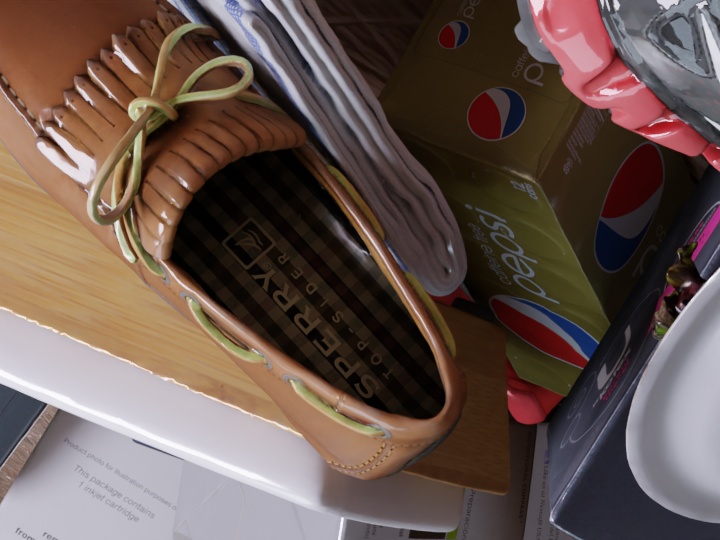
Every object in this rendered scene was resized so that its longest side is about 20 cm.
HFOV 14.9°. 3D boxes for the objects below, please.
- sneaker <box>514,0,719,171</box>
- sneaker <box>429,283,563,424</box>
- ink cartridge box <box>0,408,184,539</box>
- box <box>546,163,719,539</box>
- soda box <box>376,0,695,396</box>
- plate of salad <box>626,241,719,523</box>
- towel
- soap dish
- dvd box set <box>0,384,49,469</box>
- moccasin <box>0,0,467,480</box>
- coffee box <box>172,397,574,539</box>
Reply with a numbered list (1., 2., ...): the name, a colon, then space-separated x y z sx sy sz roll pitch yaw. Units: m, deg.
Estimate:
1. sneaker: 0.136 -0.046 0.732 0.200 0.071 0.098 32 156 -33
2. sneaker: 0.000 0.000 1.077 0.199 0.085 0.077 22 162 22
3. ink cartridge box: -0.081 0.065 1.210 0.087 0.201 0.145 32 165 0
4. box: 0.172 0.066 0.865 0.199 0.123 0.106 30 -168 -3
5. soda box: 0.070 -0.019 0.937 0.067 0.064 0.200 22 161 28
6. plate of salad: 0.153 -0.002 0.696 0.048 0.199 0.200 64 -177 30
7. towel: -0.043 -0.082 0.875 0.200 0.024 0.147 43 170 50
8. soap dish: -0.053 0.018 0.937 0.199 0.082 0.157 22 180 23
9. dvd box set: -0.143 0.020 1.196 0.029 0.147 0.200 36 178 -12
10. moccasin: -0.046 -0.023 0.798 0.202 0.074 0.078 53 165 5
11. coffee box: 0.039 0.089 1.129 0.199 0.080 0.114 5 -173 -37
